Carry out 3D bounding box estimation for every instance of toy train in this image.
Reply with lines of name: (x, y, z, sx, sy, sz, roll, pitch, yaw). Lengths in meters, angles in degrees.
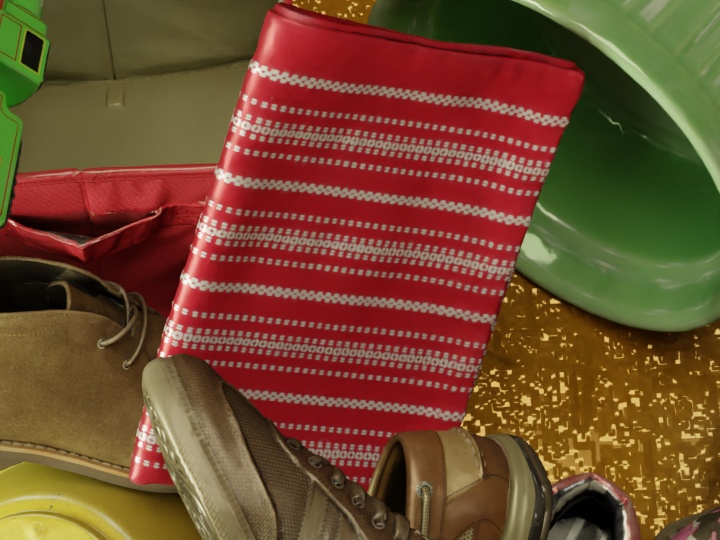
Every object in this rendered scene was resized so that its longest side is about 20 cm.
toy train: (-0.146, -0.097, 1.013, 0.056, 0.042, 0.200, 31, 49, -32)

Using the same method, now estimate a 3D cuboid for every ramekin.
ramekin: (0.109, -0.079, 1.141, 0.200, 0.200, 0.098, 36, 64, 14)

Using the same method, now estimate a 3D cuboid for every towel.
towel: (0.000, 0.000, 1.030, 0.144, 0.022, 0.200, 9, 108, -30)

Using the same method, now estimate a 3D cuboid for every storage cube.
storage cube: (-0.112, -0.064, 1.128, 0.171, 0.180, 0.200, -3, 60, -2)

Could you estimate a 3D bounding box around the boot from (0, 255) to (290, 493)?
boot: (-0.095, 0.038, 1.047, 0.200, 0.076, 0.074, 2, 42, -18)

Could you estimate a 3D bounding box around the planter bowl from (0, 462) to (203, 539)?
planter bowl: (-0.118, 0.145, 1.070, 0.200, 0.083, 0.201, -2, 83, 17)

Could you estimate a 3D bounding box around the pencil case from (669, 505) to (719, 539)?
pencil case: (0.178, 0.115, 1.039, 0.200, 0.087, 0.083, -32, 94, -17)

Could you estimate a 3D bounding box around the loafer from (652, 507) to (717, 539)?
loafer: (0.211, 0.123, 1.124, 0.200, 0.067, 0.076, -5, 70, -9)

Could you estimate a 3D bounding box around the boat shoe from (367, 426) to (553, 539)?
boat shoe: (0.008, 0.154, 1.050, 0.074, 0.076, 0.200, 16, 93, -27)

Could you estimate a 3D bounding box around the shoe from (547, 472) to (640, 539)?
shoe: (0.059, 0.179, 1.087, 0.071, 0.091, 0.200, 23, 70, 9)

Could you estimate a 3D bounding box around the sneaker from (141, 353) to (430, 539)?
sneaker: (-0.009, 0.109, 0.991, 0.075, 0.070, 0.200, -30, 89, -11)
